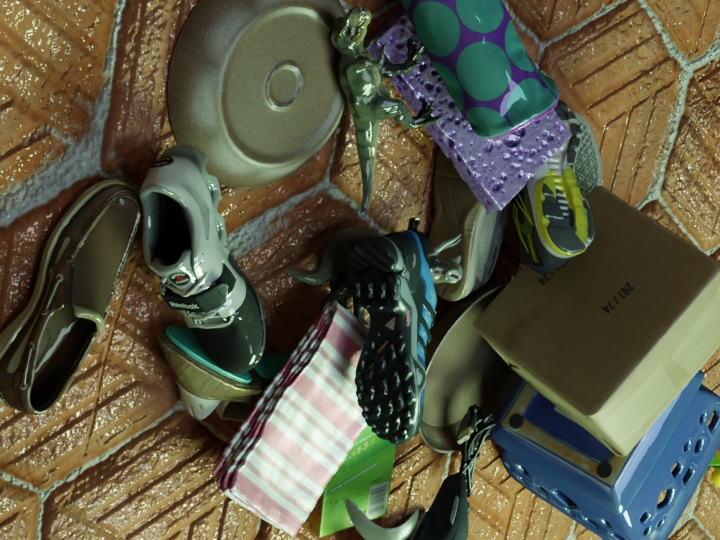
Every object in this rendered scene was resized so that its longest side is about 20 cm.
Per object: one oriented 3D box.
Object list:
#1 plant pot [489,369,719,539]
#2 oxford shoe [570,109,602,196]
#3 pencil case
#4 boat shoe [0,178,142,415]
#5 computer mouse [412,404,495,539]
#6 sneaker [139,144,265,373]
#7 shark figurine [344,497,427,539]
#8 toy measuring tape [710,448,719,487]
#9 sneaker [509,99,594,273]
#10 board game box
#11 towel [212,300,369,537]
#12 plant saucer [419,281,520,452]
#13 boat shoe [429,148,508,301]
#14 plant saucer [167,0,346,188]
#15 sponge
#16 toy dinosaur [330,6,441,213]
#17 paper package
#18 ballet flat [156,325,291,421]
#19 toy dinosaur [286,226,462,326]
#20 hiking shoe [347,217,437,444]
[{"bbox_3d":[0.263,0.163,1.639,0.201,0.199,0.180,-56,151,-8],"label":"plant pot"},{"bbox_3d":[0.224,-0.077,1.626,0.058,0.074,0.202,-72,152,-62],"label":"oxford shoe"},{"bbox_3d":[0.098,-0.220,1.363,0.092,0.085,0.201,-35,102,-28],"label":"pencil case"},{"bbox_3d":[-0.226,0.026,1.241,0.074,0.075,0.204,28,89,-46],"label":"boat shoe"},{"bbox_3d":[0.100,0.230,1.552,0.200,0.046,0.142,-52,157,-54],"label":"computer mouse"},{"bbox_3d":[-0.141,0.005,1.274,0.089,0.073,0.202,-54,127,-62],"label":"sneaker"},{"bbox_3d":[0.014,0.298,1.574,0.214,0.088,0.130,43,65,-73],"label":"shark figurine"},{"bbox_3d":[0.519,0.197,2.010,0.073,0.073,0.202,27,91,-46],"label":"toy measuring tape"},{"bbox_3d":[0.173,-0.089,1.520,0.074,0.202,0.085,11,146,-21],"label":"sneaker"},{"bbox_3d":[-0.002,0.165,1.546,0.095,0.030,0.202,-11,119,-41],"label":"board game box"},{"bbox_3d":[-0.042,0.141,1.419,0.201,0.030,0.146,-55,142,-8],"label":"towel"},{"bbox_3d":[0.120,0.096,1.605,0.199,0.034,0.202,-28,134,-33],"label":"plant saucer"},{"bbox_3d":[0.115,-0.069,1.519,0.064,0.071,0.203,-14,119,-49],"label":"boat shoe"},{"bbox_3d":[-0.074,-0.163,1.322,0.199,0.037,0.203,-20,122,-35],"label":"plant saucer"},{"bbox_3d":[0.102,-0.168,1.426,0.112,0.030,0.201,-44,107,-19],"label":"sponge"},{"bbox_3d":[0.021,-0.154,1.360,0.087,0.047,0.202,-22,126,-19],"label":"toy dinosaur"},{"bbox_3d":[0.247,0.046,1.520,0.200,0.190,0.103,-49,140,-3],"label":"paper package"},{"bbox_3d":[-0.118,0.103,1.395,0.199,0.068,0.073,15,117,-49],"label":"ballet flat"},{"bbox_3d":[0.000,0.000,1.454,0.198,0.077,0.104,12,85,-35],"label":"toy dinosaur"},{"bbox_3d":[0.043,0.060,1.404,0.086,0.074,0.203,-22,117,-48],"label":"hiking shoe"}]
